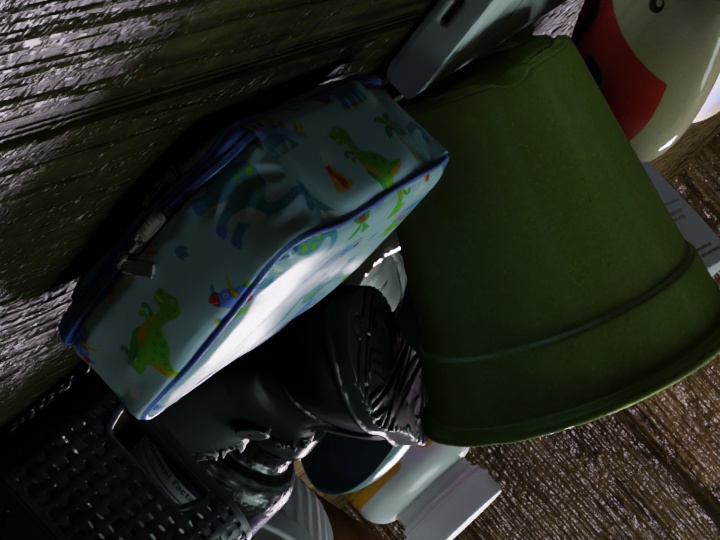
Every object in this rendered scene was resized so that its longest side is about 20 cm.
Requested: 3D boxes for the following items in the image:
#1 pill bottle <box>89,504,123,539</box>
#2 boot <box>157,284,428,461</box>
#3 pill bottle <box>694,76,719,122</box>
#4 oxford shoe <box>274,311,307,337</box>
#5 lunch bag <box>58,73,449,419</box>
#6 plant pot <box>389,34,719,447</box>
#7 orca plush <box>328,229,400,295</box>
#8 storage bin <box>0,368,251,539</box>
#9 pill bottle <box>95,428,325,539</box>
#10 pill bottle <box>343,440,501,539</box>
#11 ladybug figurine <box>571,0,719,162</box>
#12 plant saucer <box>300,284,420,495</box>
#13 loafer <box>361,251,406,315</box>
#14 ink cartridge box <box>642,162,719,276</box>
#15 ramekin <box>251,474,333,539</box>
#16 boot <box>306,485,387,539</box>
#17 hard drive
[{"bbox_3d":[-0.234,0.246,1.606,0.200,0.112,0.112,-45,172,8],"label":"pill bottle"},{"bbox_3d":[-0.057,0.064,1.401,0.168,0.077,0.200,-2,164,12],"label":"boot"},{"bbox_3d":[0.244,-0.188,1.684,0.112,0.112,0.200,-40,173,-19],"label":"pill bottle"},{"bbox_3d":[-0.059,0.066,1.767,0.071,0.071,0.200,-3,146,-36],"label":"oxford shoe"},{"bbox_3d":[-0.055,-0.013,1.212,0.161,0.082,0.200,-48,172,32],"label":"lunch bag"},{"bbox_3d":[0.093,-0.027,1.374,0.200,0.190,0.200,-22,-167,5],"label":"plant pot"},{"bbox_3d":[0.019,-0.041,1.482,0.071,0.105,0.200,5,-124,48],"label":"orca plush"},{"bbox_3d":[-0.154,0.156,1.427,0.094,0.135,0.200,-40,172,-23],"label":"storage bin"},{"bbox_3d":[-0.117,0.150,1.683,0.200,0.112,0.112,-46,172,23],"label":"pill bottle"},{"bbox_3d":[0.017,0.131,1.931,0.113,0.200,0.113,-42,172,-7],"label":"pill bottle"},{"bbox_3d":[0.168,-0.138,1.412,0.200,0.072,0.136,116,-13,-67],"label":"ladybug figurine"},{"bbox_3d":[0.014,0.069,1.742,0.200,0.027,0.200,-46,-146,44],"label":"plant saucer"},{"bbox_3d":[0.000,0.000,1.599,0.070,0.070,0.200,-35,172,4],"label":"loafer"},{"bbox_3d":[0.123,-0.030,1.602,0.145,0.200,0.084,-46,169,24],"label":"ink cartridge box"},{"bbox_3d":[-0.111,0.229,1.857,0.200,0.200,0.105,-47,-158,29],"label":"ramekin"},{"bbox_3d":[-0.077,0.228,1.972,0.188,0.200,0.068,-51,-177,34],"label":"boot"},{"bbox_3d":[0.107,-0.177,1.355,0.200,0.027,0.132,-35,169,-45],"label":"hard drive"}]
